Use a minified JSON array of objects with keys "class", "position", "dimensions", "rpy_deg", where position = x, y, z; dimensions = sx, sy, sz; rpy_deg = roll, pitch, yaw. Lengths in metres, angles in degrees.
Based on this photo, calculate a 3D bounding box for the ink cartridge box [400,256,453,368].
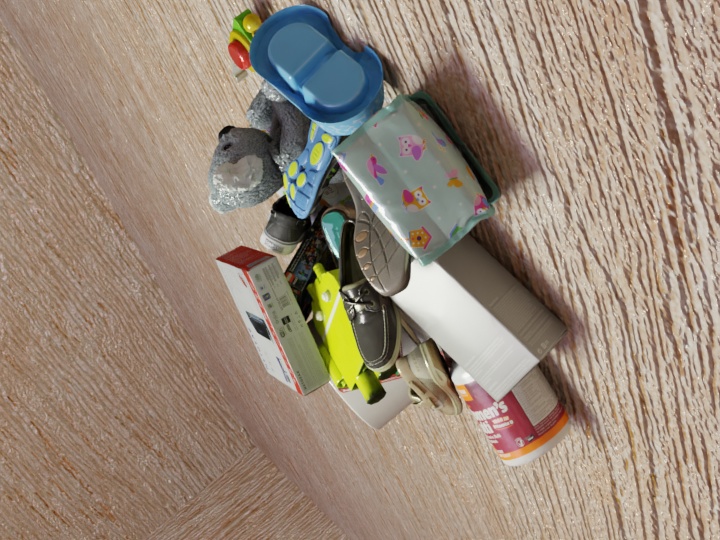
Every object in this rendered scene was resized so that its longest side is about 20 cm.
[{"class":"ink cartridge box","position":[0.100,0.039,1.572],"dimensions":[0.201,0.067,0.116],"rpy_deg":[60,165,-26]}]

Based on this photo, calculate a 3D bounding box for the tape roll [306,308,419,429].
[{"class":"tape roll","position":[0.019,0.125,1.731],"dimensions":[0.203,0.139,0.203],"rpy_deg":[51,-175,-6]}]

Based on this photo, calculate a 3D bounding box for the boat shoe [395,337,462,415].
[{"class":"boat shoe","position":[0.094,0.155,1.535],"dimensions":[0.200,0.064,0.073],"rpy_deg":[59,-171,-62]}]

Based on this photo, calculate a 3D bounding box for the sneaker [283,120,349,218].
[{"class":"sneaker","position":[-0.040,-0.144,1.454],"dimensions":[0.071,0.082,0.201],"rpy_deg":[56,133,31]}]

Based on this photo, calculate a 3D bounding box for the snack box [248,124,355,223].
[{"class":"snack box","position":[-0.088,-0.139,1.735],"dimensions":[0.200,0.053,0.143],"rpy_deg":[44,163,19]}]

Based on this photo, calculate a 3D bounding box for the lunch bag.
[{"class":"lunch bag","position":[0.069,-0.109,1.268],"dimensions":[0.171,0.122,0.200],"rpy_deg":[52,-167,-1]}]

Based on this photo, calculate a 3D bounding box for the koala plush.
[{"class":"koala plush","position":[-0.129,-0.158,1.558],"dimensions":[0.185,0.199,0.177],"rpy_deg":[52,163,-3]}]

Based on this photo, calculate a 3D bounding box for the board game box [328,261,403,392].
[{"class":"board game box","position":[0.007,0.070,1.627],"dimensions":[0.019,0.102,0.203],"rpy_deg":[34,-135,-55]}]

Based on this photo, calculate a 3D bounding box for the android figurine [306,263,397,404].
[{"class":"android figurine","position":[-0.018,0.081,1.541],"dimensions":[0.201,0.041,0.183],"rpy_deg":[58,149,25]}]

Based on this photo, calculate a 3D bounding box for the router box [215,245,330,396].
[{"class":"router box","position":[-0.130,0.070,1.632],"dimensions":[0.202,0.048,0.179],"rpy_deg":[66,163,-14]}]

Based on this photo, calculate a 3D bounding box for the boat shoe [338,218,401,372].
[{"class":"boat shoe","position":[0.003,0.028,1.422],"dimensions":[0.066,0.071,0.204],"rpy_deg":[24,-127,-51]}]

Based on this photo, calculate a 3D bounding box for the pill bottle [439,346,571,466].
[{"class":"pill bottle","position":[0.187,0.149,1.491],"dimensions":[0.201,0.109,0.109],"rpy_deg":[57,163,-5]}]

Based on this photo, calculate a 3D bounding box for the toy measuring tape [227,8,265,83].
[{"class":"toy measuring tape","position":[-0.150,-0.296,1.566],"dimensions":[0.074,0.073,0.200],"rpy_deg":[49,163,8]}]

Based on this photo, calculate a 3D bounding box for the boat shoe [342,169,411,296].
[{"class":"boat shoe","position":[0.035,-0.064,1.361],"dimensions":[0.073,0.074,0.203],"rpy_deg":[19,-124,-53]}]

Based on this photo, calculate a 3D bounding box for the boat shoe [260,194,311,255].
[{"class":"boat shoe","position":[-0.103,-0.083,1.634],"dimensions":[0.069,0.067,0.200],"rpy_deg":[24,-162,1]}]

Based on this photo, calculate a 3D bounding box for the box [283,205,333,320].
[{"class":"box","position":[-0.078,0.006,1.700],"dimensions":[0.037,0.138,0.200],"rpy_deg":[27,156,6]}]

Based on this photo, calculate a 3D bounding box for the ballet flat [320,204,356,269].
[{"class":"ballet flat","position":[0.000,0.000,1.597],"dimensions":[0.067,0.067,0.203],"rpy_deg":[-35,-68,-68]}]

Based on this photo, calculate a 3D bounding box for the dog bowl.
[{"class":"dog bowl","position":[-0.049,-0.240,1.354],"dimensions":[0.200,0.112,0.050],"rpy_deg":[42,175,28]}]

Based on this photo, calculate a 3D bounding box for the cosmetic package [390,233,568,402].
[{"class":"cosmetic package","position":[0.141,0.049,1.377],"dimensions":[0.200,0.090,0.107],"rpy_deg":[47,136,8]}]
